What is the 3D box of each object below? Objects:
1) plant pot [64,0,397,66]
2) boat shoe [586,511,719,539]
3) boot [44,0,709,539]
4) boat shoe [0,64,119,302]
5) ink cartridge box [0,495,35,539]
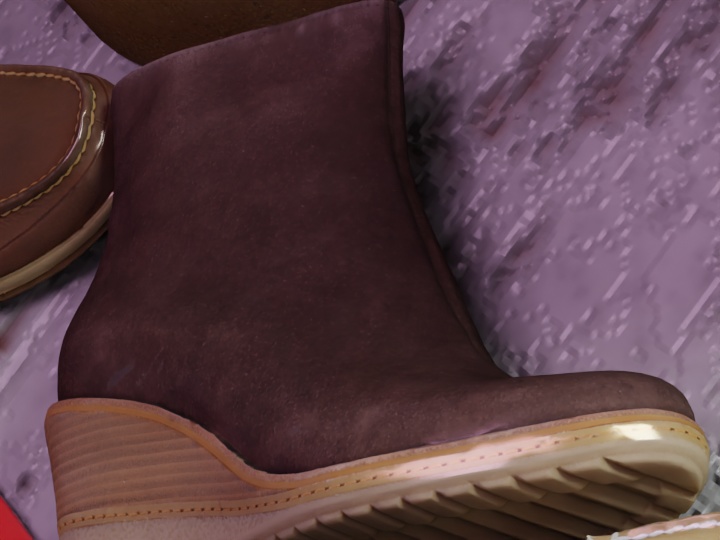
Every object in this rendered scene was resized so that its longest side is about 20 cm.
[{"bbox_3d":[-0.073,-0.182,0.822,0.186,0.200,0.187,-18,56,29],"label":"plant pot"},{"bbox_3d":[0.039,0.096,0.661,0.200,0.076,0.072,-26,52,22],"label":"boat shoe"},{"bbox_3d":[0.000,0.000,0.747,0.200,0.072,0.167,-14,60,35],"label":"boot"},{"bbox_3d":[-0.155,-0.027,0.882,0.200,0.068,0.072,-8,60,33],"label":"boat shoe"},{"bbox_3d":[-0.168,0.125,0.820,0.176,0.045,0.200,-49,47,4],"label":"ink cartridge box"}]
